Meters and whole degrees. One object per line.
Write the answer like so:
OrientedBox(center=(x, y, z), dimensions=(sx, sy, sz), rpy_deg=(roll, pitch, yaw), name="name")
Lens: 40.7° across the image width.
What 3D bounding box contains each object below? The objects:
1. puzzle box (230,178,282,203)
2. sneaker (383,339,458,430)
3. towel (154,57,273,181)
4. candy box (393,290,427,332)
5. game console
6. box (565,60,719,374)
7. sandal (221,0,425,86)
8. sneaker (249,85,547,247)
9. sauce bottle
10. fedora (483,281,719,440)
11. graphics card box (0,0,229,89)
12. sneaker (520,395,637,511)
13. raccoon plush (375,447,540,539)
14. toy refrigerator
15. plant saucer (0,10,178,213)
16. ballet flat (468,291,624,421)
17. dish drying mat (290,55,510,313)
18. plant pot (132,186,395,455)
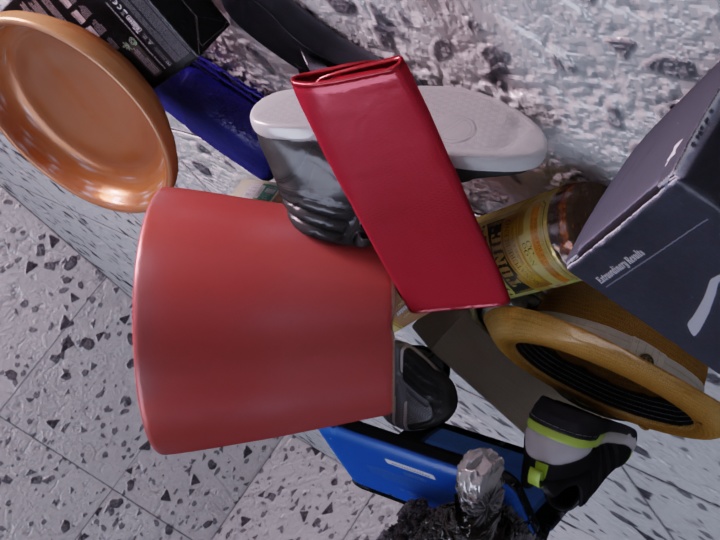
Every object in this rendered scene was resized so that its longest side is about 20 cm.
OrientedBox(center=(-0.125, -0.027, 0.936), dimensions=(0.025, 0.133, 0.200), rpy_deg=(38, 175, -18), name="puzzle box")
OrientedBox(center=(0.053, 0.096, 0.905), dimensions=(0.115, 0.076, 0.200), rpy_deg=(0, -175, -33), name="sneaker")
OrientedBox(center=(-0.152, -0.166, 0.904), dimensions=(0.199, 0.050, 0.148), rpy_deg=(36, 172, -2), name="towel")
OrientedBox(center=(0.000, 0.000, 0.836), dimensions=(0.200, 0.055, 0.115), rpy_deg=(-33, 117, 33), name="candy box")
OrientedBox(center=(0.089, 0.162, 0.881), dimensions=(0.199, 0.119, 0.171), rpy_deg=(12, 146, 33), name="game console")
OrientedBox(center=(0.219, -0.003, 0.447), dimensions=(0.199, 0.105, 0.148), rpy_deg=(36, 166, 3), name="box")
OrientedBox(center=(-0.020, -0.135, 0.695), dimensions=(0.200, 0.043, 0.076), rpy_deg=(35, 165, 5), name="sandal")
OrientedBox(center=(0.027, -0.064, 0.650), dimensions=(0.199, 0.071, 0.100), rpy_deg=(7, 132, 20), name="sneaker")
OrientedBox(center=(0.098, -0.008, 0.693), dimensions=(0.066, 0.066, 0.200), rpy_deg=(40, 148, -18), name="sauce bottle")
OrientedBox(center=(0.193, 0.053, 0.718), dimensions=(0.200, 0.082, 0.201), rpy_deg=(25, 167, 6), name="fedora")
OrientedBox(center=(-0.208, -0.197, 0.782), dimensions=(0.126, 0.051, 0.199), rpy_deg=(49, 144, -19), name="graphics card box")
OrientedBox(center=(0.171, 0.154, 0.802), dimensions=(0.071, 0.083, 0.200), rpy_deg=(18, 177, 32), name="sneaker")
OrientedBox(center=(0.066, 0.190, 0.773), dimensions=(0.134, 0.096, 0.201), rpy_deg=(26, 126, 41), name="raccoon plush")
OrientedBox(center=(0.148, 0.096, 0.943), dimensions=(0.200, 0.076, 0.070), rpy_deg=(41, -176, -22), name="toy refrigerator")
OrientedBox(center=(-0.232, -0.132, 0.806), dimensions=(0.199, 0.038, 0.201), rpy_deg=(22, 145, 16), name="plant saucer")
OrientedBox(center=(0.172, 0.069, 0.831), dimensions=(0.200, 0.071, 0.071), rpy_deg=(37, 166, 6), name="ballet flat")
OrientedBox(center=(0.030, -0.045, 0.603), dimensions=(0.076, 0.018, 0.200), rpy_deg=(-7, 135, 26), name="dish drying mat")
OrientedBox(center=(-0.062, 0.037, 0.732), dimensions=(0.176, 0.202, 0.201), rpy_deg=(0, 162, 0), name="plant pot")
